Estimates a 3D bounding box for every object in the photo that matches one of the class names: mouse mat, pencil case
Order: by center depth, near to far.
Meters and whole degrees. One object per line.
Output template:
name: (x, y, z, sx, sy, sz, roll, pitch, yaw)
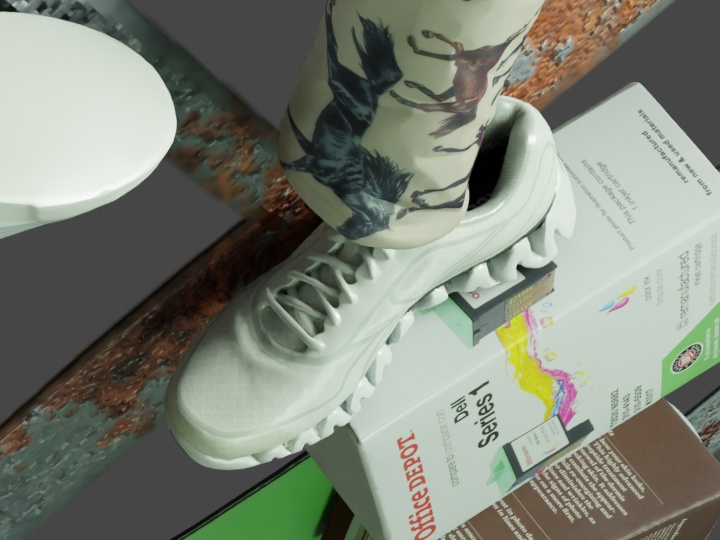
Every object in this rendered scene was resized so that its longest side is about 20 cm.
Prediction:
pencil case: (0.028, -0.096, 0.750, 0.089, 0.078, 0.200, -49, 166, -44)
mouse mat: (-0.033, 0.136, 1.104, 0.200, 0.008, 0.161, -32, 152, -9)

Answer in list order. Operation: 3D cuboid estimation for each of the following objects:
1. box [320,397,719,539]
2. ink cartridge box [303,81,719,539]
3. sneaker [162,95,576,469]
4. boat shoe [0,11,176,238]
box: (0.088, 0.128, 1.120, 0.200, 0.100, 0.075, -19, 147, -33)
ink cartridge box: (0.068, 0.028, 0.973, 0.200, 0.084, 0.145, -31, 151, -10)
sneaker: (0.000, 0.000, 0.865, 0.200, 0.075, 0.081, -39, 159, -12)
boat shoe: (-0.153, -0.026, 0.673, 0.200, 0.072, 0.069, -24, 171, -36)
